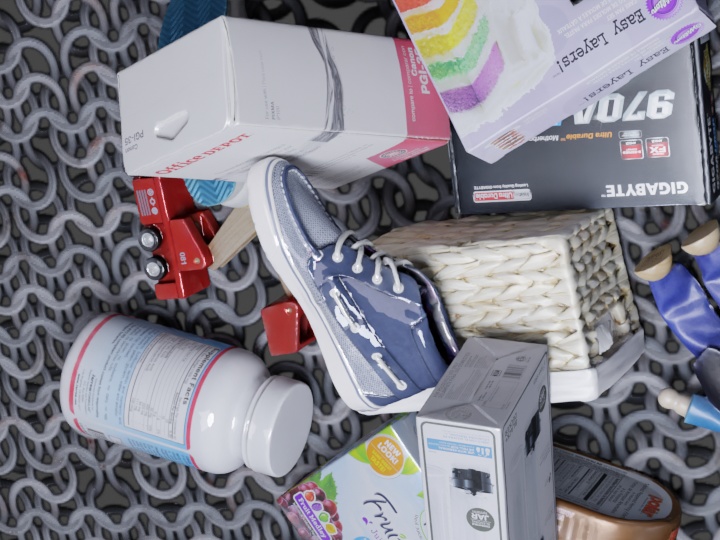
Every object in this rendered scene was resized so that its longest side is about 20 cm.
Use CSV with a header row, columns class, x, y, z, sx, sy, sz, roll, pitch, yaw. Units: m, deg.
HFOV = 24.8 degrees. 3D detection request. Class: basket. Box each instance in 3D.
class,x,y,z,sx,sy,sz,roll,pitch,yaw
basket,0.097,0.027,1.234,0.199,0.135,0.124,-6,101,28

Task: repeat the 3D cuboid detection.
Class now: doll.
class,x,y,z,sx,sy,sz,roll,pitch,yaw
doll,0.278,0.068,1.206,0.136,0.048,0.200,-30,98,22

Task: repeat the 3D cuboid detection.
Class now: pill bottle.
class,x,y,z,sx,sy,sz,roll,pitch,yaw
pill bottle,-0.146,0.109,1.393,0.199,0.109,0.109,15,112,21

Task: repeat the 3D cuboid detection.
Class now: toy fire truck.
class,x,y,z,sx,sy,sz,roll,pitch,yaw
toy fire truck,-0.115,-0.029,1.369,0.141,0.049,0.201,-4,103,27

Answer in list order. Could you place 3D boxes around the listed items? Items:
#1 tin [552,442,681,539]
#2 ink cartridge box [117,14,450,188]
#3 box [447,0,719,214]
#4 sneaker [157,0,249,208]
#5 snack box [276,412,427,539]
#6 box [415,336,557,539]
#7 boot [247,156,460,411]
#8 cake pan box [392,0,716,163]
class,x,y,z,sx,sy,sz,roll,pitch,yaw
tin,0.150,0.171,1.265,0.199,0.112,0.042,17,113,20
ink cartridge box,-0.057,-0.119,1.199,0.146,0.199,0.083,-17,76,48
box,0.159,-0.126,1.205,0.199,0.046,0.160,-1,104,26
sneaker,-0.107,-0.147,1.316,0.076,0.081,0.201,-12,80,37
snack box,0.042,0.235,1.372,0.142,0.053,0.200,-36,88,29
box,0.092,0.162,1.142,0.060,0.117,0.201,5,120,22
boot,0.000,0.000,1.163,0.090,0.073,0.201,-20,104,30
cake pan box,0.126,-0.203,1.150,0.200,0.052,0.185,-30,73,21
